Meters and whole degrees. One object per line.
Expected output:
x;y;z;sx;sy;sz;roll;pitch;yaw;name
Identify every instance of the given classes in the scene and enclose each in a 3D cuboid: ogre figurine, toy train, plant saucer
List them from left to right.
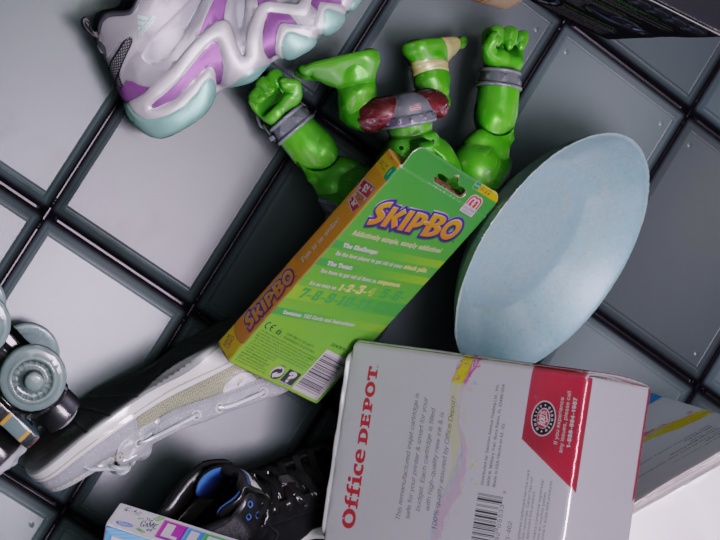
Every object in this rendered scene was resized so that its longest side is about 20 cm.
-0.283;0.052;1.648;0.114;0.085;0.200;-44;109;2;toy train
0.029;-0.099;1.732;0.199;0.098;0.121;-11;88;-32;ogre figurine
0.128;-0.019;1.767;0.201;0.039;0.202;-33;143;-29;plant saucer

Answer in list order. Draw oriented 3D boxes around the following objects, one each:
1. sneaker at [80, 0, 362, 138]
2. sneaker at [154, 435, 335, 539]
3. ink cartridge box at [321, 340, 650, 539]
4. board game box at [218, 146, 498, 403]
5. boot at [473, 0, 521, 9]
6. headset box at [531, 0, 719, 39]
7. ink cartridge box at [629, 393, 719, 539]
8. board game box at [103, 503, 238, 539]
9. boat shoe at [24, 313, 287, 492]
-0.099;-0.198;1.688;0.200;0.078;0.140;-35;106;-14;sneaker
-0.055;0.156;1.710;0.199;0.112;0.073;-31;61;-14;sneaker
0.083;0.132;1.663;0.083;0.199;0.147;11;87;-51;ink cartridge box
0.000;0.000;1.679;0.200;0.030;0.095;-46;136;15;board game box
0.077;-0.261;1.689;0.166;0.200;0.073;27;56;-17;boot
0.213;-0.259;1.728;0.092;0.200;0.175;24;88;-20;headset box
0.217;0.194;1.769;0.144;0.200;0.148;-29;103;-15;ink cartridge box
-0.124;0.270;1.677;0.134;0.034;0.201;17;114;7;board game box
-0.138;0.101;1.705;0.202;0.074;0.065;-32;105;-23;boat shoe
